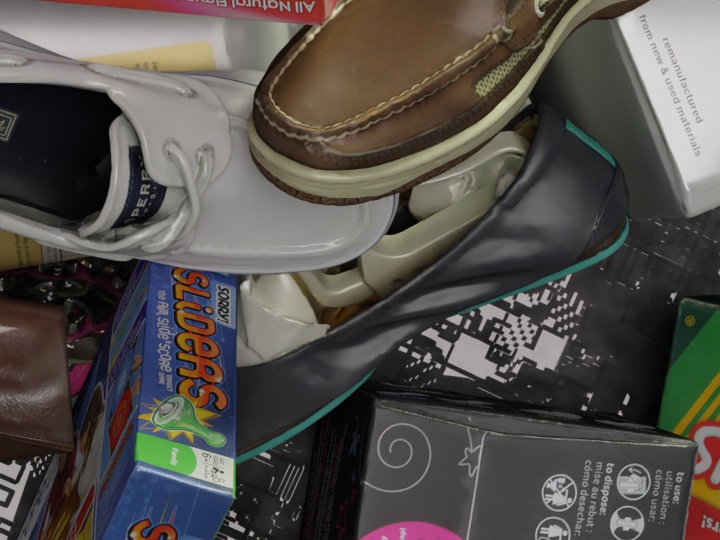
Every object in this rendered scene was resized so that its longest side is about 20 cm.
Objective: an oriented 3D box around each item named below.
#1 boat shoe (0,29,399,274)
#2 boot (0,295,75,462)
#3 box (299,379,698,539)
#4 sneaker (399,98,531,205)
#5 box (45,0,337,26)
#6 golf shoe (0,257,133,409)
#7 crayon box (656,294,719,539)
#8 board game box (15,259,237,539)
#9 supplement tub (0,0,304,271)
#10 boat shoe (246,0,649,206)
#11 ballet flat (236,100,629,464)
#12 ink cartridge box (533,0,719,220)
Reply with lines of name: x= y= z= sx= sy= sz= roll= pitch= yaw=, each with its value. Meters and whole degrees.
boat shoe: x=-0.078 y=-0.031 z=0.651 sx=0.199 sy=0.065 sz=0.074 roll=9 pitch=112 yaw=-18
boot: x=-0.169 y=0.002 z=0.646 sx=0.199 sy=0.186 sz=0.065 roll=16 pitch=56 yaw=-21
box: x=0.041 y=0.150 z=0.791 sx=0.131 sy=0.115 sz=0.202 roll=8 pitch=91 yaw=-11
sneaker: x=0.037 y=-0.083 z=0.805 sx=0.075 sy=0.088 sz=0.201 roll=1 pitch=115 yaw=10
box: x=-0.096 y=-0.149 z=0.634 sx=0.198 sy=0.096 sz=0.100 roll=7 pitch=133 yaw=11
golf shoe: x=-0.160 y=0.043 z=0.782 sx=0.198 sy=0.073 sz=0.093 roll=-2 pitch=117 yaw=-9
crayon box: x=0.173 y=0.120 z=0.807 sx=0.126 sy=0.051 sz=0.202 roll=12 pitch=96 yaw=26
board game box: x=-0.094 y=0.103 z=0.711 sx=0.034 sy=0.136 sz=0.201 roll=18 pitch=122 yaw=-15
supplement tub: x=-0.103 y=-0.077 z=0.742 sx=0.198 sy=0.145 sz=0.147 roll=-9 pitch=93 yaw=-10
boat shoe: x=0.039 y=-0.101 z=0.655 sx=0.074 sy=0.075 sz=0.202 roll=32 pitch=55 yaw=27
ballet flat: x=0.000 y=0.000 z=0.739 sx=0.199 sy=0.073 sz=0.073 roll=-29 pitch=96 yaw=10
ink cartridge box: x=0.177 y=-0.096 z=0.791 sx=0.199 sy=0.145 sz=0.088 roll=-23 pitch=93 yaw=-8
